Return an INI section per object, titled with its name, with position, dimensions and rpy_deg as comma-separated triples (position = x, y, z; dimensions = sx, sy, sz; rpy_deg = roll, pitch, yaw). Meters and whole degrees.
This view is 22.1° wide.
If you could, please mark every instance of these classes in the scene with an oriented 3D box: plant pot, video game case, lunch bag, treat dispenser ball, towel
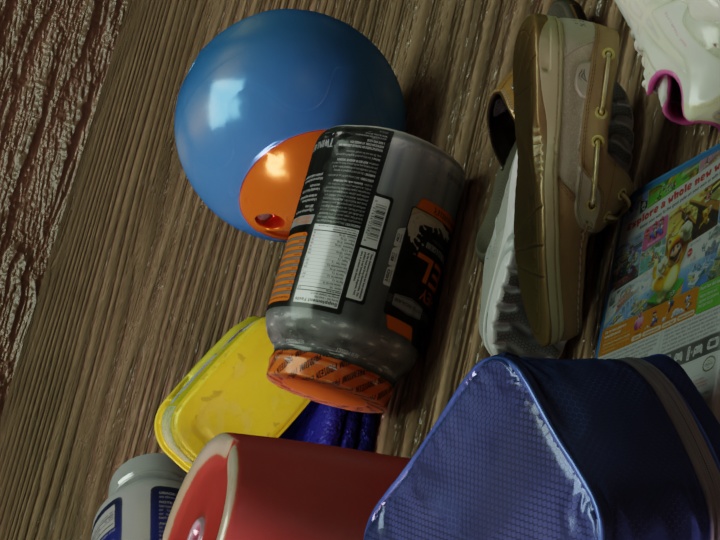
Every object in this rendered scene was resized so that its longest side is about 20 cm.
[plant pot]
position = -0.030, 0.198, 1.190
dimensions = 0.201, 0.177, 0.201
rpy_deg = -57, 21, 37
[video game case]
position = 0.174, 0.030, 1.029
dimensions = 0.143, 0.018, 0.200
rpy_deg = 146, 140, -63
[lunch bag]
position = 0.103, 0.141, 0.929
dimensions = 0.200, 0.132, 0.136
rpy_deg = -57, 44, 38
[treat dispenser ball]
position = -0.060, -0.125, 1.589
dimensions = 0.201, 0.200, 0.201
rpy_deg = -56, 22, 37
[towel]
position = -0.051, 0.169, 1.494
dimensions = 0.200, 0.049, 0.148
rpy_deg = -46, 30, 52

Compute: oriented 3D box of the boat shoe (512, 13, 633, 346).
[boat shoe]
position = 0.131, -0.055, 1.110
dimensions = 0.074, 0.066, 0.201
rpy_deg = -170, 79, -81

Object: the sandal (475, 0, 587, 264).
[sandal]
position = 0.112, -0.099, 1.293
dimensions = 0.200, 0.054, 0.082
rpy_deg = -70, 18, -1

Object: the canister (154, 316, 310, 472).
[canister]
position = -0.102, 0.107, 1.547
dimensions = 0.149, 0.087, 0.200
rpy_deg = -47, 3, -9

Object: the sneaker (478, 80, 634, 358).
[sneaker]
position = 0.113, -0.036, 1.187
dimensions = 0.200, 0.075, 0.082
rpy_deg = -70, 15, -4

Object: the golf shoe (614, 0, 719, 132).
[golf shoe]
position = 0.185, -0.139, 1.093
dimensions = 0.200, 0.075, 0.092
rpy_deg = -125, 54, -70

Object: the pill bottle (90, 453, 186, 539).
[pill bottle]
position = -0.187, 0.262, 1.681
dimensions = 0.120, 0.119, 0.200
rpy_deg = -61, 19, 26

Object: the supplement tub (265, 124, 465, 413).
[supplement tub]
position = 0.000, 0.000, 1.407
dimensions = 0.123, 0.122, 0.200
rpy_deg = -19, 53, 68
